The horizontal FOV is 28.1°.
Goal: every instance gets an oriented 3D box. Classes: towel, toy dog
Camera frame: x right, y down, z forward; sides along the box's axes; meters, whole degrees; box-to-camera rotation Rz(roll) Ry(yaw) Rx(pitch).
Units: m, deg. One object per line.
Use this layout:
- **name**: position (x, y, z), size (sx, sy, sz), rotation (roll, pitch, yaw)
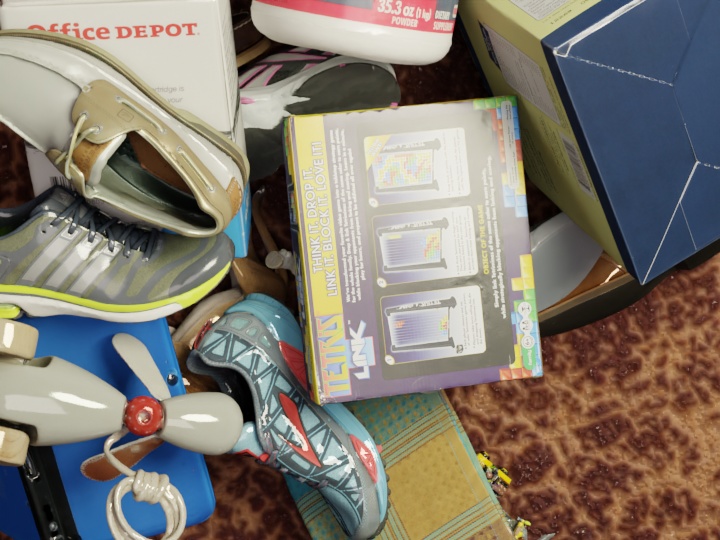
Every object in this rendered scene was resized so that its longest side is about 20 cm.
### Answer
- **towel**: position (0.022, 0.167, 1.096), size (0.146, 0.022, 0.201), rotation (-32, 61, 9)
- **toy dog**: position (-0.191, 0.097, 0.984), size (0.199, 0.096, 0.132), rotation (33, 75, -16)

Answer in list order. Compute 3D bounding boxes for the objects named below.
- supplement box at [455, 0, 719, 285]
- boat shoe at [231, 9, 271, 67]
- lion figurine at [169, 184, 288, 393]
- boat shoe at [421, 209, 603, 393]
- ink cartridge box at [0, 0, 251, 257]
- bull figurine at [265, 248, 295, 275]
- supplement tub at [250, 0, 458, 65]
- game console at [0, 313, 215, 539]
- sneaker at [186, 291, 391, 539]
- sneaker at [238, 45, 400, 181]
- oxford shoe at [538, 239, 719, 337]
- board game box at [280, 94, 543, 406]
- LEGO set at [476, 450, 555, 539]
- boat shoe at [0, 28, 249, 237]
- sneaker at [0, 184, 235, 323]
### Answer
- **supplement box**: position (0.176, -0.139, 1.005), size (0.134, 0.200, 0.201), rotation (-30, 124, -4)
- **boat shoe**: position (-0.168, -0.155, 1.064), size (0.199, 0.070, 0.071), rotation (-23, 107, -1)
- **lion figurine**: position (-0.110, 0.042, 1.107), size (0.200, 0.072, 0.123), rotation (-44, 112, -2)
- **boat shoe**: position (0.100, 0.010, 1.101), size (0.199, 0.068, 0.074), rotation (-42, 137, -1)
- **ink cartridge box**: position (-0.156, -0.110, 0.997), size (0.145, 0.084, 0.201), rotation (-2, 122, 2)
- **bull figurine**: position (0.000, 0.000, 1.100), size (0.200, 0.065, 0.121), rotation (-48, 145, -5)
- **supplement tub**: position (0.008, -0.246, 0.959), size (0.139, 0.140, 0.201), rotation (8, 103, -7)
- **game console**: position (-0.220, 0.104, 1.081), size (0.118, 0.170, 0.201), rotation (-24, 111, -34)
- **sneaker**: position (-0.059, 0.121, 1.052), size (0.095, 0.079, 0.201), rotation (-31, 86, -34)
- **sneaker**: position (-0.060, -0.128, 1.084), size (0.199, 0.087, 0.081), rotation (-10, 126, 15)
- **oxford shoe**: position (0.204, -0.011, 1.142), size (0.199, 0.071, 0.072), rotation (-31, 71, 3)
- **board game box**: position (0.036, -0.015, 1.012), size (0.164, 0.057, 0.202), rotation (-6, 93, -9)
- **LEGO set**: position (0.045, 0.232, 1.130), size (0.200, 0.116, 0.154), rotation (-41, 101, 2)
- **boat shoe**: position (-0.164, -0.087, 0.920), size (0.199, 0.069, 0.075), rotation (25, 122, -12)
- **sneaker**: position (-0.184, -0.014, 0.969), size (0.198, 0.074, 0.081), rotation (-3, 121, 1)
